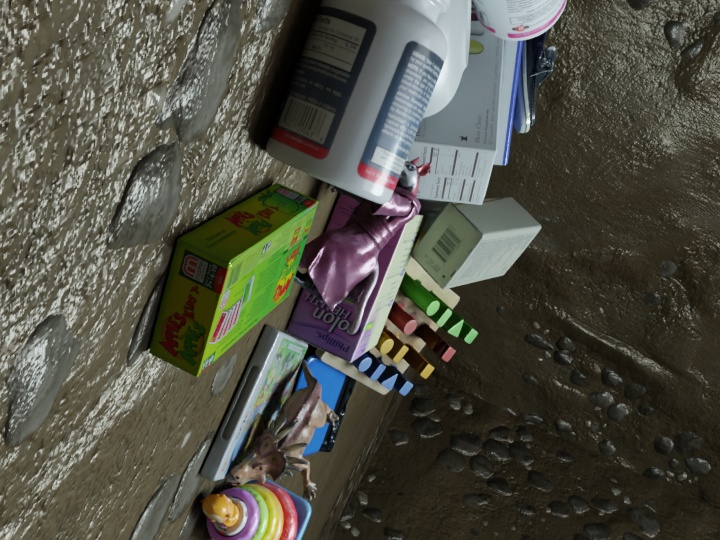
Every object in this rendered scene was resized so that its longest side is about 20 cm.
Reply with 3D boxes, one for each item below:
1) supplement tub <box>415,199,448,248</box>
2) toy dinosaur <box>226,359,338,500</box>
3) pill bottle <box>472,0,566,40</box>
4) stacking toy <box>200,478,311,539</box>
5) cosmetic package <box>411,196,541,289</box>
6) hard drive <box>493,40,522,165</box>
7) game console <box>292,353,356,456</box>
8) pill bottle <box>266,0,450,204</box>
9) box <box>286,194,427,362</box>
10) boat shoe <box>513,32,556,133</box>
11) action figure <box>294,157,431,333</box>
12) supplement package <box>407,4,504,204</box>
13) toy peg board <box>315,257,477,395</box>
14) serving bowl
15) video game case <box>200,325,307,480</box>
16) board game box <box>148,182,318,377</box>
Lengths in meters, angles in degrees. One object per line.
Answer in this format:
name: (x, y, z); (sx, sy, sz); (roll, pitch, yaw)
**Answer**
supplement tub: (0.097, -0.097, 1.400); (0.201, 0.143, 0.147); (97, 19, -59)
toy dinosaur: (-0.082, 0.194, 1.151); (0.136, 0.084, 0.203); (82, 27, -59)
pill bottle: (0.165, -0.351, 1.009); (0.115, 0.112, 0.200); (-65, 159, -9)
stacking toy: (-0.150, 0.310, 1.157); (0.111, 0.114, 0.200); (-62, 159, -12)
cosmetic package: (0.170, -0.043, 1.330); (0.104, 0.073, 0.199); (-54, 158, 25)
hard drive: (0.193, -0.260, 1.236); (0.132, 0.025, 0.204); (-81, 175, -65)
game console: (-0.076, 0.185, 1.481); (0.171, 0.116, 0.203); (-116, -138, -60)
pill bottle: (0.007, -0.172, 0.789); (0.119, 0.118, 0.203); (-8, 121, -79)
box: (0.000, 0.000, 1.231); (0.176, 0.095, 0.203); (-17, 128, -78)
boat shoe: (0.239, -0.287, 1.272); (0.075, 0.061, 0.204); (94, 2, -74)
action figure: (0.013, -0.043, 1.028); (0.200, 0.149, 0.134); (-42, -175, 3)
supplement package: (0.118, -0.213, 1.185); (0.156, 0.108, 0.204); (87, 8, -70)
toy peg board: (0.068, 0.103, 1.393); (0.200, 0.098, 0.199); (-52, 141, 2)
serving bowl: (0.083, -0.261, 0.981); (0.200, 0.064, 0.205); (3, 90, -82)
video game case: (-0.124, 0.165, 1.141); (0.200, 0.022, 0.185); (55, 58, -79)
board game box: (-0.103, 0.000, 0.793); (0.200, 0.047, 0.103); (-45, 157, -66)
